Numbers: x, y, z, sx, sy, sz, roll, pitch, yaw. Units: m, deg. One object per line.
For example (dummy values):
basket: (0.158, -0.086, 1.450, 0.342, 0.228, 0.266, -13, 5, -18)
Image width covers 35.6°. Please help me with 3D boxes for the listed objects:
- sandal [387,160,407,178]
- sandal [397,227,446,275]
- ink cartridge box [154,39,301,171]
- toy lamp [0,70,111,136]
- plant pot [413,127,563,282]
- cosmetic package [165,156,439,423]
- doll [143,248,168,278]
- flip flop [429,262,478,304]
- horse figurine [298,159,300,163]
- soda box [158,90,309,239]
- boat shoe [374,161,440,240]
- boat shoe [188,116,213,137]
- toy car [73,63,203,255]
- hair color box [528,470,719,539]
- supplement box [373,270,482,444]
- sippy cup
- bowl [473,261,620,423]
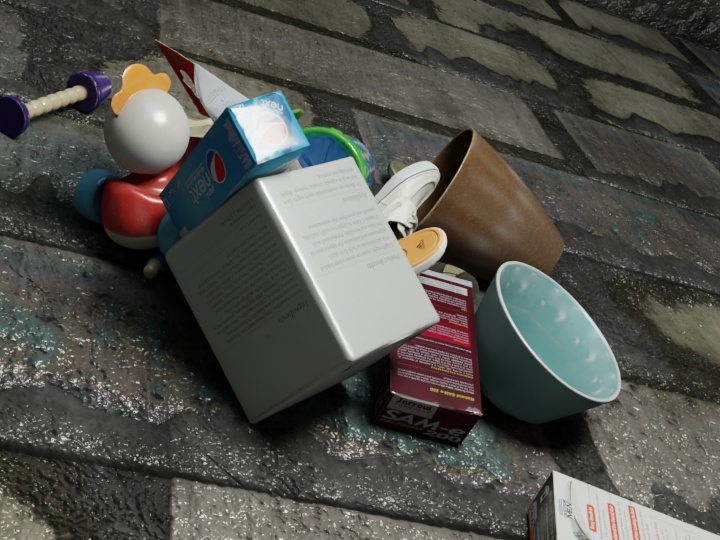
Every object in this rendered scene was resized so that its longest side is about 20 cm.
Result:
sandal: (0.136, -0.129, 1.740, 0.199, 0.058, 0.080, 22, 28, -5)
sandal: (0.000, -0.005, 1.282, 0.059, 0.205, 0.080, 49, 18, -34)
ink cartridge box: (-0.160, -0.169, 1.316, 0.199, 0.050, 0.162, 33, -14, 25)
toy lamp: (-0.403, -0.228, 1.493, 0.058, 0.059, 0.200, 31, 28, 13)
plant pot: (0.179, -0.064, 1.562, 0.199, 0.187, 0.187, 34, 26, -11)
cosmetic package: (-0.059, 0.018, 1.150, 0.164, 0.164, 0.201, -19, 79, -52)
doll: (-0.182, 0.000, 1.281, 0.135, 0.049, 0.200, -7, 40, -28)
flip flop: (0.101, 0.065, 1.393, 0.080, 0.058, 0.201, 18, 44, -10)
horse figurine: (-0.113, -0.090, 1.437, 0.199, 0.050, 0.133, -28, 89, -32)
soda box: (-0.131, -0.099, 1.124, 0.067, 0.200, 0.065, -24, 83, -35)
boat shoe: (0.041, -0.064, 1.467, 0.199, 0.071, 0.070, -38, 59, -21)
boat shoe: (-0.217, -0.173, 1.544, 0.199, 0.072, 0.066, -3, 73, -48)
toy car: (-0.223, -0.141, 1.267, 0.183, 0.202, 0.176, 24, 41, 34)
hair color box: (0.271, 0.290, 1.124, 0.198, 0.064, 0.111, 23, 29, -5)
supplement box: (0.073, 0.089, 1.268, 0.108, 0.061, 0.201, 15, 43, -13)
sippy cup: (-0.041, -0.134, 1.548, 0.138, 0.180, 0.130, 0, 11, 16)
bowl: (0.199, 0.100, 1.317, 0.200, 0.105, 0.202, 34, 30, -22)
